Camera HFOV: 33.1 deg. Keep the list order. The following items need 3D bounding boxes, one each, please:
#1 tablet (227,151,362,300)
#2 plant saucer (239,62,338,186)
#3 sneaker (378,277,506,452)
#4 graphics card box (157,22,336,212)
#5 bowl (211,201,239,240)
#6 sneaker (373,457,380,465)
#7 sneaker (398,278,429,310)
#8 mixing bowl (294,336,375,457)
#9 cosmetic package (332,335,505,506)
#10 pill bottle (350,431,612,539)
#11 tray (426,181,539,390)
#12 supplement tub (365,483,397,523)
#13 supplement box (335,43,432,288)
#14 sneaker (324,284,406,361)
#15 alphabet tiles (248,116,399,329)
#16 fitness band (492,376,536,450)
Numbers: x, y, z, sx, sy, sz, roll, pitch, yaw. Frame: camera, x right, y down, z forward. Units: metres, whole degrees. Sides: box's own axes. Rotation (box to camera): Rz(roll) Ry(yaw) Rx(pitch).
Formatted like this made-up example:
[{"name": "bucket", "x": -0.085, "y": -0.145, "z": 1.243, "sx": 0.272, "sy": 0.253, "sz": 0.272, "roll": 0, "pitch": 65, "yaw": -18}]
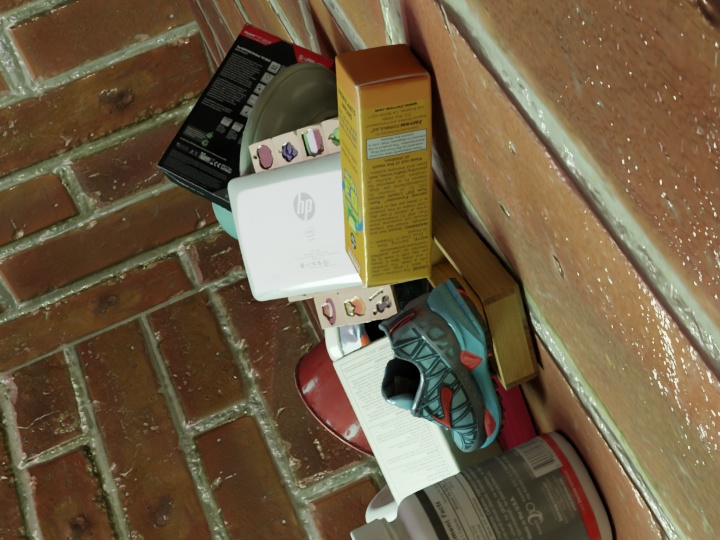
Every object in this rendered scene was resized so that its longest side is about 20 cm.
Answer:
[{"name": "tablet", "x": -0.047, "y": -0.043, "z": 1.195, "sx": 0.200, "sy": 0.014, "sz": 0.131, "roll": -10, "pitch": 96, "yaw": 38}, {"name": "plant saucer", "x": -0.048, "y": -0.122, "z": 1.311, "sx": 0.050, "sy": 0.200, "sz": 0.200, "roll": 12, "pitch": 136, "yaw": 34}, {"name": "sneaker", "x": 0.061, "y": 0.090, "z": 1.036, "sx": 0.079, "sy": 0.095, "sz": 0.200, "roll": -119, "pitch": 9, "yaw": -46}, {"name": "graphics card box", "x": -0.124, "y": -0.167, "z": 1.368, "sx": 0.125, "sy": 0.200, "sz": 0.051, "roll": 26, "pitch": 168, "yaw": 18}, {"name": "bowl", "x": -0.067, "y": -0.103, "z": 1.447, "sx": 0.105, "sy": 0.201, "sz": 0.201, "roll": 33, "pitch": 152, "yaw": 40}, {"name": "sneaker", "x": 0.125, "y": 0.253, "z": 1.548, "sx": 0.199, "sy": 0.114, "sz": 0.076, "roll": 36, "pitch": 171, "yaw": 14}, {"name": "sneaker", "x": 0.024, "y": -0.042, "z": 1.282, "sx": 0.086, "sy": 0.080, "sz": 0.200, "roll": -136, "pitch": 23, "yaw": -71}, {"name": "mixing bowl", "x": 0.035, "y": 0.121, "z": 1.434, "sx": 0.109, "sy": 0.200, "sz": 0.200, "roll": -59, "pitch": 38, "yaw": 26}, {"name": "cosmetic package", "x": 0.066, "y": 0.154, "z": 1.168, "sx": 0.103, "sy": 0.073, "sz": 0.200, "roll": -27, "pitch": 87, "yaw": 45}, {"name": "pill bottle", "x": 0.101, "y": 0.227, "z": 1.035, "sx": 0.114, "sy": 0.200, "sz": 0.114, "roll": 157, "pitch": 90, "yaw": -84}, {"name": "tray", "x": 0.094, "y": 0.006, "z": 1.067, "sx": 0.200, "sy": 0.037, "sz": 0.099, "roll": -121, "pitch": 10, "yaw": -55}, {"name": "supplement tub", "x": 0.116, "y": 0.324, "z": 1.426, "sx": 0.200, "sy": 0.145, "sz": 0.145, "roll": 54, "pitch": 174, "yaw": -2}, {"name": "supplement box", "x": 0.021, "y": -0.085, "z": 1.028, "sx": 0.067, "sy": 0.069, "sz": 0.200, "roll": -119, "pitch": 19, "yaw": -53}, {"name": "sneaker", "x": 0.000, "y": 0.000, "z": 1.248, "sx": 0.075, "sy": 0.084, "sz": 0.201, "roll": -38, "pitch": -61, "yaw": -57}, {"name": "alphabet tiles", "x": -0.024, "y": -0.045, "z": 1.190, "sx": 0.167, "sy": 0.008, "sz": 0.201, "roll": -12, "pitch": 95, "yaw": 38}, {"name": "fitness band", "x": 0.131, "y": 0.133, "z": 1.202, "sx": 0.144, "sy": 0.037, "sz": 0.200, "roll": -133, "pitch": 20, "yaw": -71}]
